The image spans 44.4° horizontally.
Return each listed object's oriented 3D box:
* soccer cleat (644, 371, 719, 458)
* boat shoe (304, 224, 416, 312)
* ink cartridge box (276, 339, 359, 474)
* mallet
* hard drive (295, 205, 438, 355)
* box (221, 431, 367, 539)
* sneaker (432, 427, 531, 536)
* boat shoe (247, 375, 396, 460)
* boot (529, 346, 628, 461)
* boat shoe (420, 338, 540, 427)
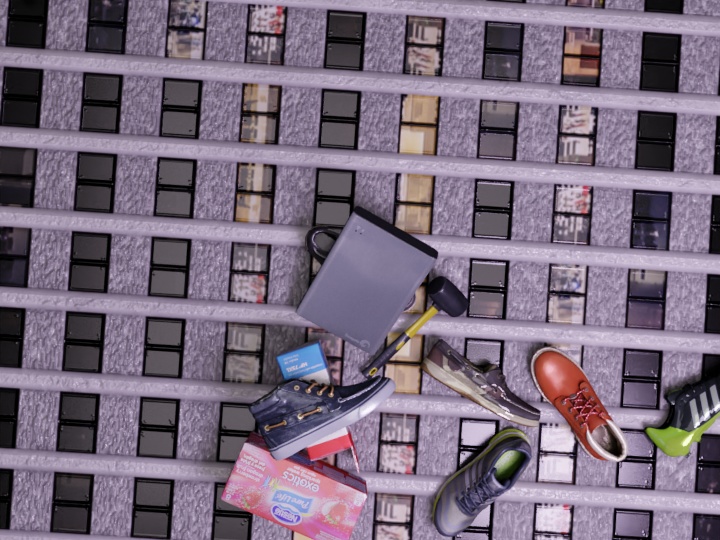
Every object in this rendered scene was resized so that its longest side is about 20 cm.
[{"bbox_3d":[0.522,0.197,1.352,0.081,0.068,0.200,41,89,13],"label":"soccer cleat"},{"bbox_3d":[0.000,0.000,1.348,0.200,0.063,0.073,36,86,-1],"label":"boat shoe"},{"bbox_3d":[-0.061,0.209,1.317,0.067,0.116,0.200,-18,89,-2],"label":"ink cartridge box"},{"bbox_3d":[0.085,0.099,1.363,0.066,0.041,0.200,34,101,-29],"label":"mallet"},{"bbox_3d":[0.007,0.019,1.313,0.139,0.033,0.200,29,120,-4],"label":"hard drive"},{"bbox_3d":[-0.097,0.329,1.323,0.200,0.100,0.096,23,89,-1],"label":"box"},{"bbox_3d":[0.184,0.323,1.335,0.074,0.081,0.200,40,89,1],"label":"sneaker"},{"bbox_3d":[-0.055,0.178,1.223,0.200,0.071,0.091,-29,94,0],"label":"boat shoe"},{"bbox_3d":[0.333,0.201,1.328,0.075,0.107,0.200,-36,88,0],"label":"boot"},{"bbox_3d":[0.191,0.172,1.342,0.200,0.073,0.065,28,94,0],"label":"boat shoe"}]
